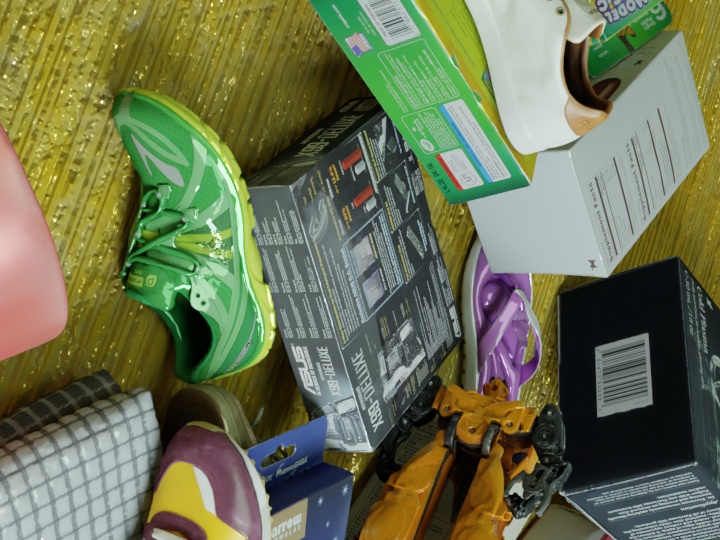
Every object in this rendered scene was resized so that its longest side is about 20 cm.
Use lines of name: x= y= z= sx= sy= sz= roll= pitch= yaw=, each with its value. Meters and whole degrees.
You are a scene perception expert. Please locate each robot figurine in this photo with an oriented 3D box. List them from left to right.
robot figurine: x=0.064 y=0.165 z=0.857 sx=0.201 sy=0.144 sz=0.058 roll=-63 pitch=150 yaw=-27

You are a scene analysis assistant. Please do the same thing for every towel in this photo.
towel: x=-0.187 y=0.180 z=0.725 sx=0.165 sy=0.085 sz=0.203 roll=-27 pitch=119 yaw=-45

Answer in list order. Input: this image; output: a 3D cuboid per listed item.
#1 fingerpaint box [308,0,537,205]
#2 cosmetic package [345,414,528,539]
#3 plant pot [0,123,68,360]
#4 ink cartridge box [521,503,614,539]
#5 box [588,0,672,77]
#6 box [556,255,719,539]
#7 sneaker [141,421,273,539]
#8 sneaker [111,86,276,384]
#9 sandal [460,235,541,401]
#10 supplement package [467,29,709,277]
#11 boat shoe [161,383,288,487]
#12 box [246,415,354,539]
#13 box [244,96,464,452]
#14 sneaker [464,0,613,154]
fingerpaint box: x=0.060 y=-0.178 z=0.870 sx=0.200 sy=0.073 sz=0.168 roll=51 pitch=41 yaw=-36
cosmetic package: x=0.041 y=0.211 z=0.925 sx=0.201 sy=0.103 sz=0.073 roll=-52 pitch=134 yaw=-23
plant pot: x=-0.259 y=-0.015 z=0.568 sx=0.176 sy=0.200 sz=0.202 roll=-32 pitch=117 yaw=-25
ink cartridge box: x=0.188 y=0.334 z=1.095 sx=0.148 sy=0.085 sz=0.201 roll=-44 pitch=121 yaw=-30
box: x=0.180 y=-0.261 z=0.945 sx=0.117 sy=0.048 sz=0.202 roll=-36 pitch=109 yaw=-27
box: x=0.267 y=0.133 z=1.063 sx=0.196 sy=0.123 sz=0.202 roll=43 pitch=40 yaw=-40
sneaker: x=-0.105 y=0.190 z=0.704 sx=0.090 sy=0.074 sz=0.203 roll=-12 pitch=108 yaw=-56
sneaker: x=-0.111 y=-0.017 z=0.771 sx=0.083 sy=0.074 sz=0.202 roll=-34 pitch=118 yaw=-36
sandal: x=0.123 y=0.064 z=1.015 sx=0.082 sy=0.049 sz=0.206 roll=-1 pitch=96 yaw=-44
supplement package: x=0.180 y=-0.095 z=0.984 sx=0.200 sy=0.113 sz=0.110 roll=-45 pitch=123 yaw=-39
boat shoe: x=-0.082 y=0.155 z=0.833 sx=0.063 sy=0.073 sz=0.202 roll=-37 pitch=131 yaw=-41
box: x=-0.054 y=0.204 z=0.800 sx=0.121 sy=0.032 sz=0.203 roll=-15 pitch=115 yaw=-59
box: x=0.000 y=0.000 z=0.864 sx=0.158 sy=0.049 sz=0.202 roll=-45 pitch=126 yaw=-48
sneaker: x=0.116 y=-0.184 z=0.816 sx=0.073 sy=0.084 sz=0.202 roll=-34 pitch=106 yaw=-53
